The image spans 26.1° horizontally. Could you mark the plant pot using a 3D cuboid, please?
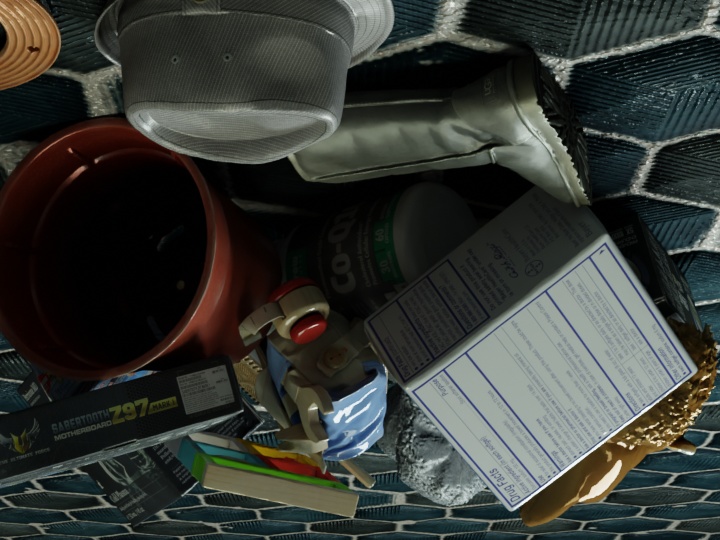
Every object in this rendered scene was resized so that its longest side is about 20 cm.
[{"bbox_3d":[-0.166,0.000,1.255,0.199,0.202,0.195,-7,168,19],"label":"plant pot"}]

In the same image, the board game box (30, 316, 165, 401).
[{"bbox_3d":[-0.245,0.053,1.374,0.200,0.062,0.200,40,-168,8],"label":"board game box"}]

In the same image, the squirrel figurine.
[{"bbox_3d":[0.247,0.130,1.401,0.186,0.142,0.200,1,155,-42],"label":"squirrel figurine"}]

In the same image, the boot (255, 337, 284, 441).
[{"bbox_3d":[-0.073,0.081,1.449,0.073,0.201,0.076,-4,143,-20],"label":"boot"}]

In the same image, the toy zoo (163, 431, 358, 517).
[{"bbox_3d":[-0.092,0.165,1.320,0.130,0.021,0.200,15,-179,-18],"label":"toy zoo"}]

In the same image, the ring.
[{"bbox_3d":[-0.297,-0.165,1.019,0.199,0.019,0.201,-1,162,0],"label":"ring"}]

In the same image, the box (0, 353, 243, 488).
[{"bbox_3d":[-0.202,0.121,1.214,0.199,0.051,0.158,-14,173,-16],"label":"box"}]

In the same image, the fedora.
[{"bbox_3d":[-0.077,-0.127,1.012,0.198,0.091,0.177,0,161,1],"label":"fedora"}]

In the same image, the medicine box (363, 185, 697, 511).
[{"bbox_3d":[0.137,0.061,1.250,0.200,0.103,0.182,-37,127,4],"label":"medicine box"}]

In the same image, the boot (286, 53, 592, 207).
[{"bbox_3d":[0.059,-0.088,1.156,0.199,0.073,0.182,-15,143,21],"label":"boot"}]

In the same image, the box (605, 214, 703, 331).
[{"bbox_3d":[0.223,0.044,1.466,0.163,0.087,0.200,-21,155,17],"label":"box"}]

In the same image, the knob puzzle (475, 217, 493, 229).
[{"bbox_3d":[0.114,-0.004,1.465,0.218,0.031,0.220,0,161,0],"label":"knob puzzle"}]

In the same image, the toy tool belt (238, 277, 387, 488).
[{"bbox_3d":[-0.022,0.099,1.275,0.124,0.123,0.200,-27,154,-10],"label":"toy tool belt"}]

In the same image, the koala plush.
[{"bbox_3d":[0.073,0.179,1.817,0.176,0.185,0.200,10,171,-25],"label":"koala plush"}]

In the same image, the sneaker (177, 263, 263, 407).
[{"bbox_3d":[-0.112,0.034,1.542,0.071,0.113,0.200,-7,130,41],"label":"sneaker"}]

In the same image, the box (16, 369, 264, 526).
[{"bbox_3d":[-0.231,0.139,1.600,0.124,0.197,0.200,-40,-179,-29],"label":"box"}]

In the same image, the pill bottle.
[{"bbox_3d":[0.000,0.000,1.349,0.199,0.114,0.113,-17,155,40],"label":"pill bottle"}]
